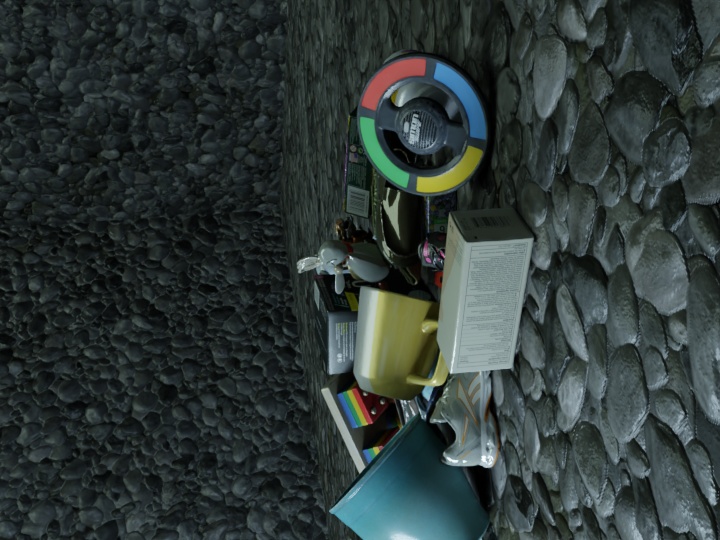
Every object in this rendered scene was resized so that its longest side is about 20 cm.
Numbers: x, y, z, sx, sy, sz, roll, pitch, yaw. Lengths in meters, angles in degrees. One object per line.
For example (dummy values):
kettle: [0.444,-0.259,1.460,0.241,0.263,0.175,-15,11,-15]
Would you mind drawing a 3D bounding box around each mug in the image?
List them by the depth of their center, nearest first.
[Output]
mug: [0.056,0.114,1.270,0.187,0.147,0.156,138,146,-87]

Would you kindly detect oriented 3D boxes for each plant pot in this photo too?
plant pot: [0.085,0.354,1.255,0.188,0.200,0.200,44,160,8]

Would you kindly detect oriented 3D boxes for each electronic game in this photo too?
electronic game: [0.086,-0.199,1.157,0.042,0.197,0.203,-48,-34,-53]

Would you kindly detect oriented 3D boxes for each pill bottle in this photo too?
pill bottle: [0.093,-0.264,1.272,0.201,0.102,0.106,-113,21,-61]

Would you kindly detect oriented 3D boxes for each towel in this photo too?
towel: [0.065,-0.084,1.456,0.149,0.036,0.202,53,-155,-38]

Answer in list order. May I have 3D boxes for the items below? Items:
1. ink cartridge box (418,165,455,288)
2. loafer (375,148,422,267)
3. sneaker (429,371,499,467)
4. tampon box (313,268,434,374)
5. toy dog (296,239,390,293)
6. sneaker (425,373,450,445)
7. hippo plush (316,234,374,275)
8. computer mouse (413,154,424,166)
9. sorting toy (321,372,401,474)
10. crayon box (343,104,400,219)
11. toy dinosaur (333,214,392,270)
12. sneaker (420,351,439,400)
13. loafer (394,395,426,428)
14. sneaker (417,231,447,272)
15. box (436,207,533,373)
ink cartridge box: [0.117,-0.064,1.364,0.109,0.049,0.204,-135,42,-73]
loafer: [0.058,-0.104,1.328,0.070,0.074,0.204,104,159,-69]
sneaker: [0.143,0.185,1.215,0.076,0.090,0.204,117,148,-71]
tampon box: [0.022,0.088,1.531,0.150,0.196,0.129,-119,27,-62]
toy dog: [0.000,0.000,1.425,0.131,0.198,0.098,-35,72,46]
sneaker: [0.132,0.243,1.357,0.079,0.074,0.203,-104,15,-54]
hippo plush: [-0.014,0.014,1.798,0.160,0.158,0.203,-109,18,-54]
computer mouse: [0.109,-0.197,1.429,0.059,0.033,0.203,-79,-4,-63]
sorting toy: [0.040,0.255,1.541,0.198,0.069,0.203,-37,-76,-56]
crayon box: [0.027,-0.230,1.559,0.173,0.057,0.203,-58,-22,-48]
toy dinosaur: [0.020,-0.029,1.614,0.103,0.134,0.201,63,-177,37]
sneaker: [0.105,0.149,1.429,0.075,0.080,0.203,-106,14,-49]
loafer: [0.070,0.216,1.469,0.072,0.062,0.202,-109,-7,-72]
sneaker: [0.131,-0.021,1.215,0.200,0.082,0.078,174,91,-80]
box: [0.157,0.028,1.080,0.078,0.093,0.203,-110,20,-56]
